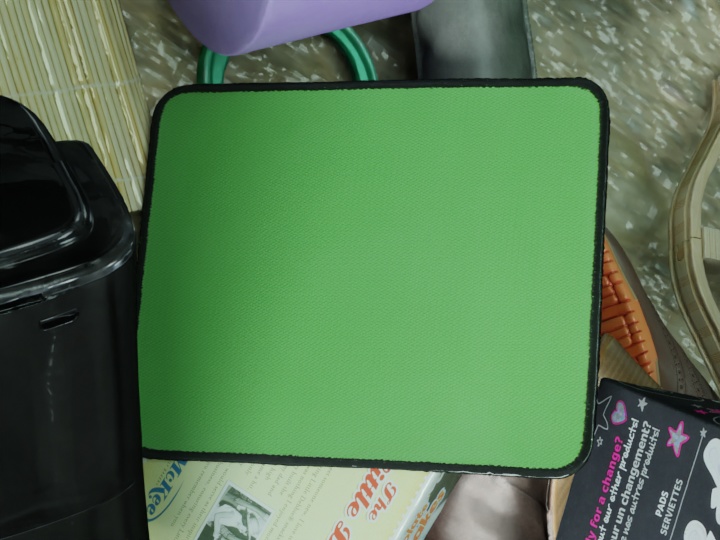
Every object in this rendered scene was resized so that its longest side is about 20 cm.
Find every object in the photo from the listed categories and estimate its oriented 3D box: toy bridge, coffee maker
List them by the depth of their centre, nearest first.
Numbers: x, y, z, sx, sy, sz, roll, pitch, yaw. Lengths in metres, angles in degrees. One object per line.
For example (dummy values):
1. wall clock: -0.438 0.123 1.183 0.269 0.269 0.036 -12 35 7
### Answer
1. coffee maker: -0.125 0.062 0.619 0.135 0.192 0.201 -33 139 -36
2. toy bridge: 0.178 -0.004 0.831 0.067 0.027 0.201 11 67 -22

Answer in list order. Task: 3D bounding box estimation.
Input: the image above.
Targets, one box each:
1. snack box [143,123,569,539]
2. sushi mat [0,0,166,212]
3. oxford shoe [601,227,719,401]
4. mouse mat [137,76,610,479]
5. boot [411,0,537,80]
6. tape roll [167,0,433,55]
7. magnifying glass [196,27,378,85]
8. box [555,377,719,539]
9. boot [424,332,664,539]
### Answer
1. snack box: -0.009 0.054 0.731 0.116 0.037 0.200 30 88 22
2. sushi mat: -0.137 -0.116 0.737 0.095 0.012 0.201 -18 94 -45
3. oxford shoe: 0.132 0.064 0.829 0.073 0.071 0.201 -20 92 -47
4. mouse mat: 0.000 0.000 0.716 0.199 0.008 0.162 1 78 17
5. boot: 0.040 -0.143 0.750 0.072 0.182 0.201 1 84 11
6. tape roll: -0.037 -0.192 0.699 0.085 0.200 0.201 -16 92 -21
7. magnifying glass: 0.001 -0.036 0.799 0.080 0.022 0.200 -39 102 -15
8. box: 0.184 0.129 0.728 0.199 0.115 0.133 12 95 -37
9. boot: 0.033 0.097 0.786 0.166 0.072 0.200 33 98 5
